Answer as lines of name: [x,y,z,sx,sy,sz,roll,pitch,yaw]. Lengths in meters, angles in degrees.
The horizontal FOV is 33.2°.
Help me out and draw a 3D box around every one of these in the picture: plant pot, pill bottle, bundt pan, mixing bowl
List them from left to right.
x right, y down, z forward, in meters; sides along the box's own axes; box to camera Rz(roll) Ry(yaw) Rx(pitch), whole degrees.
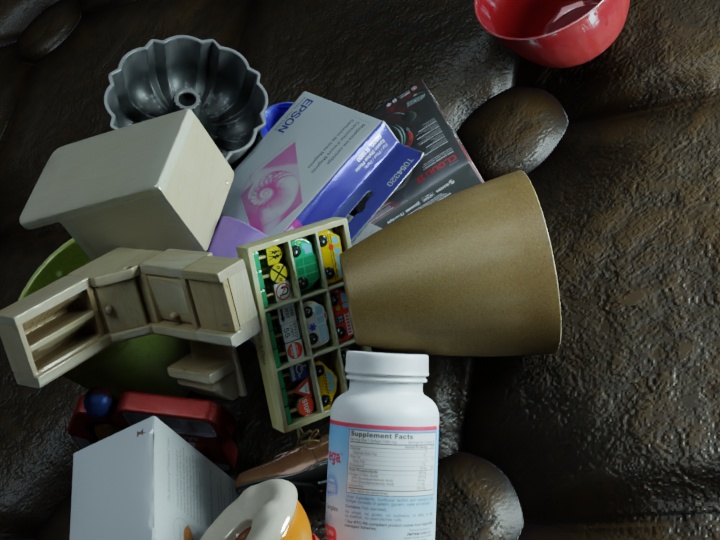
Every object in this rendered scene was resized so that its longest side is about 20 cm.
plant pot: [-0.292,0.080,1.478,0.199,0.184,0.202,-20,46,22]
bundt pan: [-0.216,-0.189,1.490,0.199,0.076,0.204,5,59,-8]
pill bottle: [0.022,0.181,1.173,0.108,0.108,0.203,0,86,35]
plant pot: [0.083,0.010,1.216,0.198,0.188,0.188,-11,46,-3]
mixing bowl: [0.248,-0.322,1.466,0.198,0.108,0.202,-18,49,22]

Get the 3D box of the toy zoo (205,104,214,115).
toy zoo: [-0.246,-0.115,1.604,0.130,0.201,0.020,-28,54,-24]

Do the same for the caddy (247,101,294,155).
caddy: [-0.103,-0.129,1.538,0.141,0.105,0.201,-32,44,8]

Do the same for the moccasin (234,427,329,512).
moccasin: [-0.042,0.201,1.285,0.200,0.074,0.078,-26,39,18]

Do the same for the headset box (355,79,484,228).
headset box: [0.060,-0.116,1.461,0.148,0.075,0.201,-32,44,9]

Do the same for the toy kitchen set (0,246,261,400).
toy kitchen set: [-0.224,0.089,1.236,0.198,0.165,0.180,5,27,40]

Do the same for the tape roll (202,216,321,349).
tape roll: [-0.107,0.033,1.372,0.199,0.200,0.085,26,73,45]

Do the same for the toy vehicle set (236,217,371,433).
toy vehicle set: [-0.054,0.056,1.272,0.123,0.202,0.026,-19,16,-30]

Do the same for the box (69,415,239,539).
box: [-0.197,0.275,1.244,0.106,0.200,0.153,-25,44,17]

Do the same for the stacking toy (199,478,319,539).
stacking toy: [-0.057,0.308,1.131,0.146,0.200,0.146,-41,15,13]

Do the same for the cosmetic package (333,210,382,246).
cosmetic package: [0.000,0.000,1.387,0.199,0.113,0.081,28,73,43]

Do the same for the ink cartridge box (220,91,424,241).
ink cartridge box: [-0.058,-0.106,1.400,0.199,0.043,0.197,25,68,43]

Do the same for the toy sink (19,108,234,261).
toy sink: [-0.261,-0.079,1.366,0.198,0.112,0.131,-12,42,25]

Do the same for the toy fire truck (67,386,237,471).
toy fire truck: [-0.236,0.179,1.351,0.198,0.169,0.113,7,58,12]
